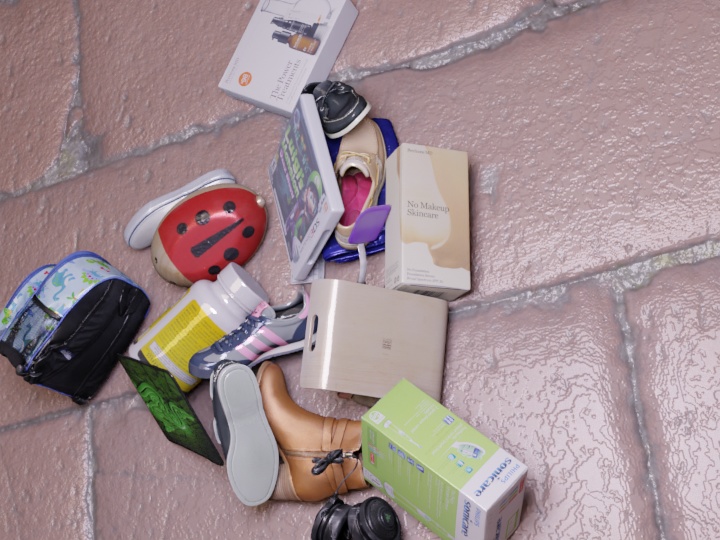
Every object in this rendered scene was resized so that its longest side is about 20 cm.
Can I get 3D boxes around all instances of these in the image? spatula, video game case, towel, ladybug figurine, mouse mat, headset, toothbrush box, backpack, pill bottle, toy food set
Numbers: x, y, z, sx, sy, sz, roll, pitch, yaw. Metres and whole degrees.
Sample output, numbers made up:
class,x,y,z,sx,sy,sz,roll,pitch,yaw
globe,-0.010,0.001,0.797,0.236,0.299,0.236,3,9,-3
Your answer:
class,x,y,z,sx,sy,sz,roll,pitch,yaw
spatula,0.000,0.000,1.490,0.021,0.056,0.201,33,122,42
video game case,-0.082,-0.117,1.537,0.023,0.182,0.201,-1,59,-24
towel,-0.002,-0.116,1.564,0.147,0.050,0.201,-15,68,3
ladybug figurine,-0.225,-0.049,1.598,0.200,0.072,0.136,-38,104,8
mouse mat,-0.267,0.191,1.499,0.008,0.161,0.200,-36,22,-25
headset,-0.016,0.331,1.391,0.123,0.094,0.201,-9,94,32
toothbrush box,0.101,0.253,1.346,0.200,0.146,0.086,34,58,29
backpack,-0.433,0.071,1.618,0.147,0.183,0.200,36,85,26
pill bottle,-0.231,0.085,1.567,0.200,0.111,0.111,-43,63,7
toy food set,0.023,0.098,1.427,0.060,0.199,0.144,163,116,-66

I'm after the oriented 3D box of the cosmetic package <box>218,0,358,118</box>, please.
class,x,y,z,sx,sy,sz,roll,pitch,yaw
cosmetic package,-0.113,-0.346,1.681,0.150,0.052,0.201,22,84,30

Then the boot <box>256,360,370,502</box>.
class,x,y,z,sx,sy,sz,roll,pitch,yaw
boot,-0.063,0.215,1.481,0.154,0.074,0.201,-11,83,21

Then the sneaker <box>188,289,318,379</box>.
class,x,y,z,sx,sy,sz,roll,pitch,yaw
sneaker,-0.152,0.085,1.501,0.199,0.082,0.070,-21,30,-23

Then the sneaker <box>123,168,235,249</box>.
class,x,y,z,sx,sy,sz,roll,pitch,yaw
sneaker,-0.275,-0.081,1.657,0.200,0.073,0.071,-31,62,11

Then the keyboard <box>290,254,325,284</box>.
class,x,y,z,sx,sy,sz,roll,pitch,yaw
keyboard,-0.074,-0.078,1.606,0.056,0.011,0.201,-4,73,22

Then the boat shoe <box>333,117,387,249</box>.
class,x,y,z,sx,sy,sz,roll,pitch,yaw
boat shoe,-0.004,-0.133,1.506,0.073,0.069,0.201,0,70,9

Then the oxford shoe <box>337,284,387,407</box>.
class,x,y,z,sx,sy,sz,roll,pitch,yaw
oxford shoe,0.035,0.095,1.489,0.074,0.071,0.201,24,79,-4

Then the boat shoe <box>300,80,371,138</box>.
class,x,y,z,sx,sy,sz,roll,pitch,yaw
boat shoe,-0.043,-0.242,1.547,0.074,0.066,0.199,-42,20,2

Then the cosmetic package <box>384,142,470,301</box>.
class,x,y,z,sx,sy,sz,roll,pitch,yaw
cosmetic package,0.091,-0.065,1.473,0.105,0.071,0.201,5,74,-18

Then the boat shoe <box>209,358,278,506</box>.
class,x,y,z,sx,sy,sz,roll,pitch,yaw
boat shoe,-0.158,0.215,1.451,0.060,0.075,0.201,-162,65,-65
